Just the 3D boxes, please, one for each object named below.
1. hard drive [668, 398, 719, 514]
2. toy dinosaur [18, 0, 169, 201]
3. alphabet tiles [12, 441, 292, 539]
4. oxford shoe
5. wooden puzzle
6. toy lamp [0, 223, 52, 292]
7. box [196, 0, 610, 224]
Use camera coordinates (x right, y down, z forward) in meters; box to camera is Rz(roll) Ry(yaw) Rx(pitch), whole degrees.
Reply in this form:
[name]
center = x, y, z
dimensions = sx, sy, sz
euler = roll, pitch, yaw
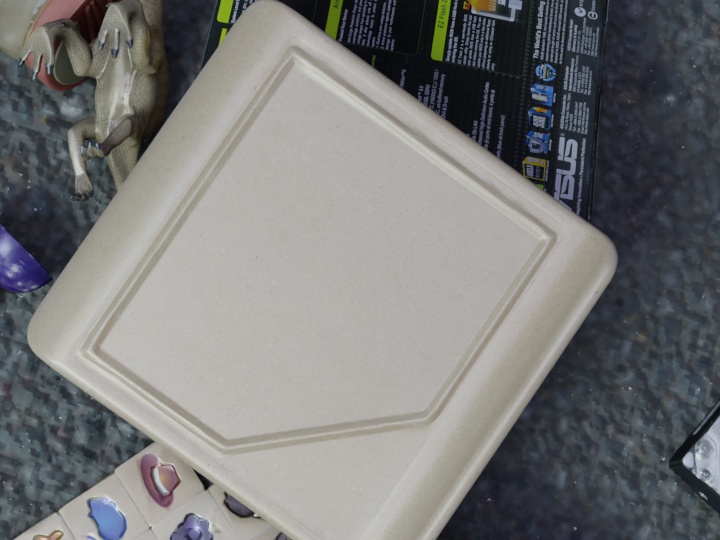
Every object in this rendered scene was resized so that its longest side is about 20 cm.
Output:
[hard drive]
center = 0.270, 0.110, 0.832
dimensions = 0.200, 0.038, 0.140
euler = 43, 81, 4
[toy dinosaur]
center = -0.113, -0.104, 0.817
dimensions = 0.058, 0.101, 0.202
euler = 11, 95, 20
[alphabet tiles]
center = -0.102, 0.185, 0.816
dimensions = 0.199, 0.006, 0.167
euler = -34, 83, -8
[oxford shoe]
center = -0.119, -0.188, 0.851
dimensions = 0.074, 0.071, 0.201
euler = 33, 73, 18
[wooden puzzle]
center = -0.017, 0.011, 0.737
dimensions = 0.199, 0.037, 0.186
euler = 35, 88, 4
[toy lamp]
center = -0.234, 0.058, 0.806
dimensions = 0.058, 0.058, 0.200
euler = 42, 82, 5
[box]
center = 0.022, -0.107, 0.822
dimensions = 0.191, 0.048, 0.202
euler = 9, 58, 0
